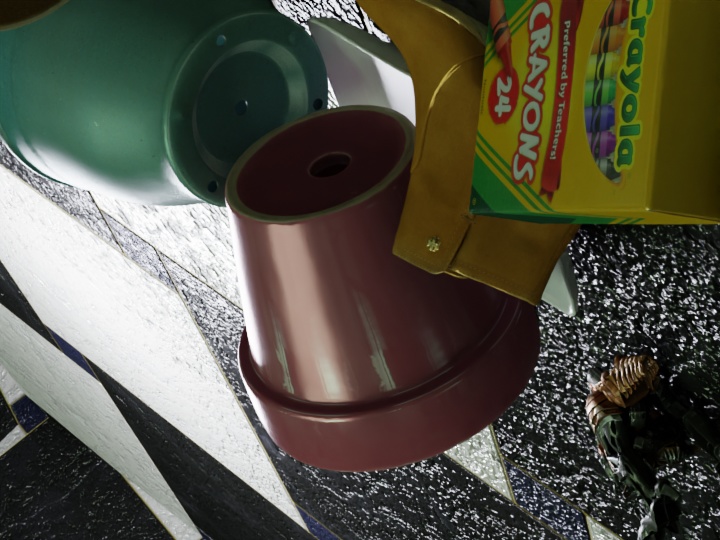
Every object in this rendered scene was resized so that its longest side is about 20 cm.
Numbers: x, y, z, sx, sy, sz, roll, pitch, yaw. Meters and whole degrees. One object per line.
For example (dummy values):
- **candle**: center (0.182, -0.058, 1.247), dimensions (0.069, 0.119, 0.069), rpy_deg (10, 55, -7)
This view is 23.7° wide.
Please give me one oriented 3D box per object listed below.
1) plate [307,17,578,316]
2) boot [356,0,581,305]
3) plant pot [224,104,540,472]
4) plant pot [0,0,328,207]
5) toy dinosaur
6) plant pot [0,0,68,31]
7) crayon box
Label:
- **plate**: center (0.064, -0.077, 1.158), dimensions (0.200, 0.032, 0.200), rpy_deg (32, 160, 33)
- **boot**: center (0.047, -0.076, 0.999), dimensions (0.201, 0.144, 0.071), rpy_deg (31, -171, 28)
- **plant pot**: center (0.000, 0.000, 1.116), dimensions (0.200, 0.200, 0.179), rpy_deg (25, 145, 47)
- **plant pot**: center (-0.128, -0.132, 1.185), dimensions (0.188, 0.200, 0.200), rpy_deg (24, 153, 45)
- **toy dinosaur**: center (0.197, 0.116, 1.215), dimensions (0.136, 0.102, 0.200), rpy_deg (54, -169, 28)
- **plant pot**: center (-0.271, -0.280, 1.085), dimensions (0.200, 0.186, 0.186), rpy_deg (37, 161, 27)
- **crayon box**: center (0.127, -0.088, 0.843), dimensions (0.051, 0.127, 0.200), rpy_deg (7, 178, -26)
